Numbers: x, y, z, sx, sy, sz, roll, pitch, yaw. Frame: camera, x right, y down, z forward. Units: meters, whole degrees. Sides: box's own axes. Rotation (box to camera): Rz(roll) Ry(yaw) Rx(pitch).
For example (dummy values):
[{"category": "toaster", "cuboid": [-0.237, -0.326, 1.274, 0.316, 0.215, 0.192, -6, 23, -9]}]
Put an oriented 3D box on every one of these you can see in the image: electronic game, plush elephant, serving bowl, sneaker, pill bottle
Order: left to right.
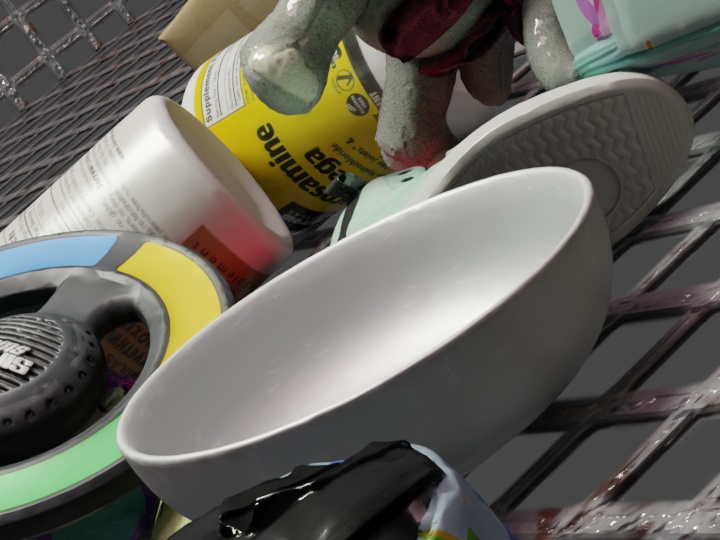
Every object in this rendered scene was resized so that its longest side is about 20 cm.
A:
[{"category": "electronic game", "cuboid": [-0.145, 0.047, 1.084, 0.199, 0.042, 0.200, -12, 35, 8]}, {"category": "pill bottle", "cuboid": [-0.143, 0.012, 1.377, 0.200, 0.114, 0.114, -42, 11, 8]}, {"category": "pill bottle", "cuboid": [-0.027, -0.089, 1.451, 0.200, 0.113, 0.113, -29, 14, 35]}, {"category": "serving bowl", "cuboid": [0.011, 0.040, 0.953, 0.199, 0.066, 0.200, -27, 16, 8]}, {"category": "sneaker", "cuboid": [0.055, -0.039, 1.112, 0.200, 0.074, 0.118, -35, 19, 22]}, {"category": "plush elephant", "cuboid": [0.068, -0.136, 1.193, 0.154, 0.165, 0.201, 8, 73, 35]}]

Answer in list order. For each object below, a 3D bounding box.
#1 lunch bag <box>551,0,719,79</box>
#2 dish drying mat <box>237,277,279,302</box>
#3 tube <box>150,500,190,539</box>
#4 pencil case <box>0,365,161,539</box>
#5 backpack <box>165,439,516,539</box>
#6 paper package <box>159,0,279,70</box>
[{"category": "lunch bag", "cuboid": [0.187, -0.141, 1.059, 0.199, 0.077, 0.160, -21, -6, 41]}, {"category": "dish drying mat", "cuboid": [0.000, 0.000, 1.271, 0.199, 0.018, 0.077, -28, 14, 33]}, {"category": "tube", "cuboid": [-0.054, 0.075, 1.071, 0.052, 0.058, 0.200, 0, 26, 8]}, {"category": "pencil case", "cuboid": [-0.160, 0.121, 1.101, 0.200, 0.085, 0.093, -45, -18, -30]}, {"category": "backpack", "cuboid": [-0.026, 0.134, 0.602, 0.163, 0.153, 0.201, -21, 41, 57]}, {"category": "paper package", "cuboid": [-0.014, -0.215, 1.715, 0.191, 0.103, 0.200, -52, 5, -38]}]
